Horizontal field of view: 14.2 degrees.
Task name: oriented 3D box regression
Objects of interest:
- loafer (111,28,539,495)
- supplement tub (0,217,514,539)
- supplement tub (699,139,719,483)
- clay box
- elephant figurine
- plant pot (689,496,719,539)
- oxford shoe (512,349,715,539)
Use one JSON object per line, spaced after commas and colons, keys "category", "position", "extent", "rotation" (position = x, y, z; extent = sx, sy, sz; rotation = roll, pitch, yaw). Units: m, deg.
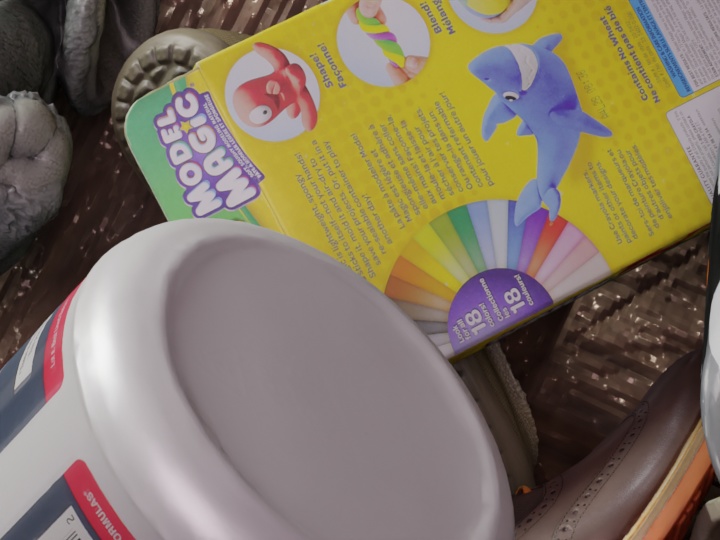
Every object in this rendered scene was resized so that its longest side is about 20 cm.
{"category": "loafer", "position": [0.000, 0.000, 0.948], "extent": [0.076, 0.067, 0.200], "rotation": [-29, 95, 36]}
{"category": "supplement tub", "position": [-0.066, 0.094, 0.802], "extent": [0.140, 0.140, 0.200], "rotation": [52, 122, 11]}
{"category": "supplement tub", "position": [0.154, 0.011, 0.785], "extent": [0.122, 0.200, 0.123], "rotation": [4, 116, 7]}
{"category": "clay box", "position": [0.033, -0.038, 0.893], "extent": [0.200, 0.048, 0.115], "rotation": [-26, 85, -15]}
{"category": "elephant figurine", "position": [-0.125, -0.096, 0.957], "extent": [0.141, 0.155, 0.200], "rotation": [37, 55, -23]}
{"category": "plant pot", "position": [0.221, 0.131, 0.859], "extent": [0.183, 0.200, 0.201], "rotation": [-20, 79, -9]}
{"category": "oxford shoe", "position": [0.047, 0.088, 0.885], "extent": [0.073, 0.071, 0.200], "rotation": [37, 67, 14]}
